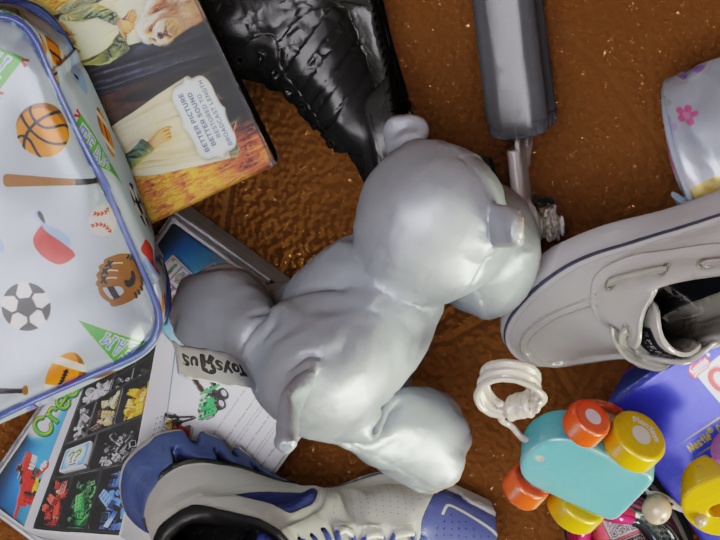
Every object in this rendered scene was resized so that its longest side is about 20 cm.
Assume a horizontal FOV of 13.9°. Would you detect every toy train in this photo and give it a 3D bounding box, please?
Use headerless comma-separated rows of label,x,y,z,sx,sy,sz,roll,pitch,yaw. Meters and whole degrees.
toy train,0.160,0.065,1.439,0.199,0.056,0.151,-3,132,12

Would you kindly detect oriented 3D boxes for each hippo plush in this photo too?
hippo plush,0.000,0.000,1.460,0.159,0.200,0.161,35,96,31

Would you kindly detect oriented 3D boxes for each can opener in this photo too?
can opener,0.071,-0.085,1.520,0.066,0.053,0.201,-1,101,11

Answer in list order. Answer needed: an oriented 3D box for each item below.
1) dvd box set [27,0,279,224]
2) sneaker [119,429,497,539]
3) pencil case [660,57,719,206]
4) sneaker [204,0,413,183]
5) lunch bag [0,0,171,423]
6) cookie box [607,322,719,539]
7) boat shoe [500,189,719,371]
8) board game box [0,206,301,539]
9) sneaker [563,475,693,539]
dvd box set,-0.160,-0.077,1.465,0.199,0.029,0.147,-24,99,5
sneaker,-0.027,0.152,1.532,0.199,0.115,0.081,12,112,-13
pencil case,0.250,-0.081,1.473,0.199,0.083,0.091,-15,65,13
sneaker,-0.037,-0.114,1.531,0.104,0.060,0.201,-13,94,11
lunch bag,-0.191,-0.027,1.421,0.160,0.076,0.201,-23,100,6
cookie box,0.254,0.094,1.513,0.171,0.075,0.200,-35,94,16
boat shoe,0.151,0.017,1.463,0.199,0.066,0.072,-20,135,31
board game box,-0.101,0.080,1.592,0.126,0.035,0.200,36,105,0
sneaker,0.162,0.194,1.550,0.080,0.075,0.200,-33,95,14
